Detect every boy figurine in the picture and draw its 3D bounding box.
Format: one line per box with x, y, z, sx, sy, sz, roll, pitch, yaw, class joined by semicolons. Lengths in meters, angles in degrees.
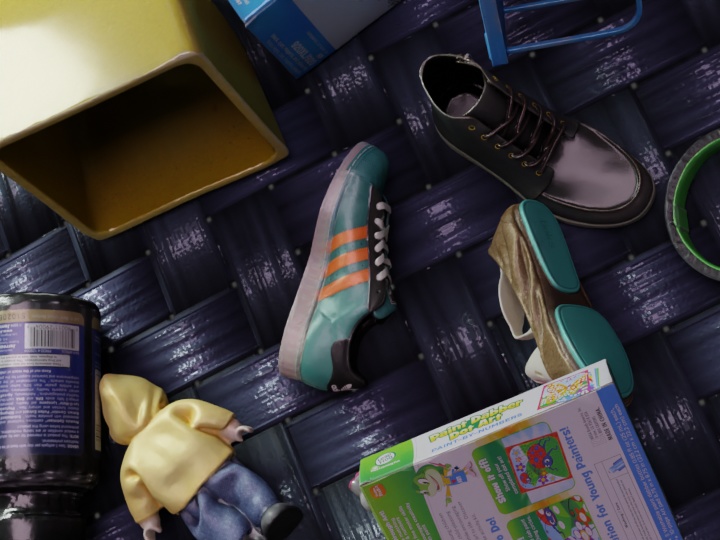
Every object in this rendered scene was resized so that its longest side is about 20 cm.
-0.146;0.161;1.229;0.199;0.064;0.125;38;91;21;boy figurine

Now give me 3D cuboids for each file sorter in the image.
0.143;-0.286;1.164;0.121;0.139;0.202;-8;50;10;file sorter

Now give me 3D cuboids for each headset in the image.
0.320;-0.059;1.118;0.198;0.094;0.125;-12;75;26;headset

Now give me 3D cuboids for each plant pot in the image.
-0.200;-0.179;1.259;0.194;0.194;0.202;-22;64;11;plant pot

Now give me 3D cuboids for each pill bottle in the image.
-0.270;0.126;1.248;0.110;0.112;0.203;-6;76;15;pill bottle

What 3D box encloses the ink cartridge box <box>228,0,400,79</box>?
-0.031;-0.292;1.249;0.199;0.145;0.148;-36;71;7;ink cartridge box

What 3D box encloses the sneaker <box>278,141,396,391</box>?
0.000;0.000;1.220;0.079;0.071;0.202;16;88;15;sneaker

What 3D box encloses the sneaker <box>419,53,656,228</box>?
0.133;-0.098;1.177;0.198;0.106;0.075;26;86;20;sneaker

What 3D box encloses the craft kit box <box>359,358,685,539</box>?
0.127;0.190;1.091;0.196;0.049;0.202;-24;109;7;craft kit box

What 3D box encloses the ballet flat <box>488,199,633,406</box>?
0.145;0.039;1.154;0.072;0.067;0.201;-51;48;36;ballet flat

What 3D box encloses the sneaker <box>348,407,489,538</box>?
0.095;0.158;1.153;0.198;0.081;0.089;-27;79;13;sneaker
